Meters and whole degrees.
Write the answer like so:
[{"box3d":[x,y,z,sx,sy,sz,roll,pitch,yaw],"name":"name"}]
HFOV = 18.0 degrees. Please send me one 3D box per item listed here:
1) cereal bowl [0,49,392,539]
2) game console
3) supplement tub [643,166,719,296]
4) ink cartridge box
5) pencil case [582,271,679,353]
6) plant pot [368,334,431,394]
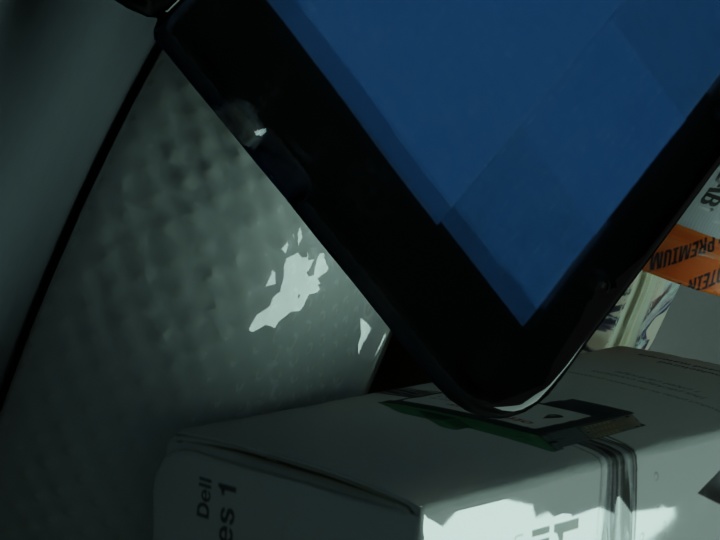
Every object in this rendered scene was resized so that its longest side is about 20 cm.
[{"box3d":[-0.034,0.014,0.653,0.200,0.083,0.201,23,90,-89],"name":"cereal bowl"},{"box3d":[0.048,-0.106,0.419,0.200,0.118,0.171,-51,169,-32],"name":"game console"},{"box3d":[0.126,-0.100,0.706,0.123,0.122,0.201,-59,171,-75],"name":"supplement tub"},{"box3d":[0.039,0.107,0.608,0.200,0.084,0.147,-8,105,-50],"name":"ink cartridge box"},{"box3d":[0.096,-0.003,0.916,0.078,0.090,0.200,-19,145,-28],"name":"pencil case"},{"box3d":[0.000,0.000,0.753,0.200,0.027,0.201,8,-81,59],"name":"plant pot"}]
